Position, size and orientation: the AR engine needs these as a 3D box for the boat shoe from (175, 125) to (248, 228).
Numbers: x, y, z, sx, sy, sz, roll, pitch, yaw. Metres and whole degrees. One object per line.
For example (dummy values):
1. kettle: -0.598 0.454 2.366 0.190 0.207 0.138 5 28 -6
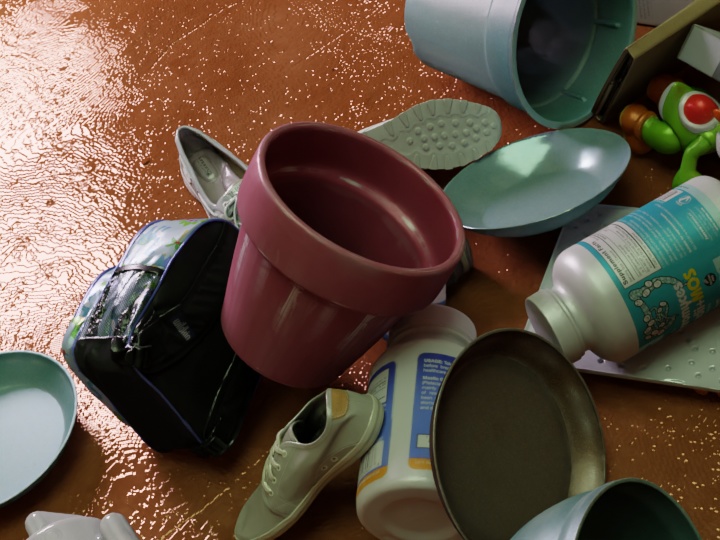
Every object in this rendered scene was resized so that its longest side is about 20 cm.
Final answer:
1. boat shoe: -0.148 -0.092 1.482 0.074 0.065 0.202 -33 47 -10

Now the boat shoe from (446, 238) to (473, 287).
1. boat shoe: 0.021 -0.034 1.362 0.199 0.075 0.073 24 62 36

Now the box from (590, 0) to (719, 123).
1. box: 0.337 -0.241 1.379 0.199 0.164 0.021 -33 77 -11

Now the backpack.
1. backpack: -0.178 0.053 1.281 0.146 0.183 0.201 -1 50 36

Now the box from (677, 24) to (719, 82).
1. box: 0.428 -0.170 1.291 0.200 0.155 0.041 41 116 41

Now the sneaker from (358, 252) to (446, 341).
1. sneaker: 0.000 0.000 1.303 0.199 0.083 0.074 26 25 18

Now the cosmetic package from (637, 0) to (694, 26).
1. cosmetic package: 0.299 -0.346 1.521 0.199 0.102 0.071 16 56 30

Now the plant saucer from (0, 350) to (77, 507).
1. plant saucer: -0.372 0.171 1.349 0.198 0.036 0.201 -10 46 11

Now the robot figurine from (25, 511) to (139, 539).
1. robot figurine: -0.233 0.291 1.134 0.200 0.112 0.170 43 111 42

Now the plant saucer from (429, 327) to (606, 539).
1. plant saucer: 0.125 0.149 1.096 0.032 0.200 0.201 -16 37 50

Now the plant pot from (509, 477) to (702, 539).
1. plant pot: 0.161 0.263 0.979 0.134 0.200 0.201 -19 38 42

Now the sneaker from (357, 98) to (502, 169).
1. sneaker: 0.054 -0.140 1.444 0.198 0.077 0.081 -12 7 5

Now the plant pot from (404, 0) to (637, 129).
1. plant pot: 0.165 -0.274 1.457 0.200 0.201 0.195 -44 41 -20

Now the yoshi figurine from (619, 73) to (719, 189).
1. yoshi figurine: 0.362 -0.126 1.324 0.111 0.113 0.200 -7 22 -34

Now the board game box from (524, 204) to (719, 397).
1. board game box: 0.268 0.025 1.250 0.198 0.026 0.201 7 52 26

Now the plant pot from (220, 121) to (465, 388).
1. plant pot: -0.034 -0.001 1.184 0.199 0.180 0.201 21 34 -15

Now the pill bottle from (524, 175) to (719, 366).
1. pill bottle: 0.247 0.008 1.178 0.199 0.111 0.111 -29 46 -6

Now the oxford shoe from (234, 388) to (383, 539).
1. oxford shoe: -0.058 0.168 1.159 0.200 0.057 0.075 -48 28 30

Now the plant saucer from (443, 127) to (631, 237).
1. plant saucer: 0.179 -0.080 1.344 0.200 0.039 0.201 -18 26 9

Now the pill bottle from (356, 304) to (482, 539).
1. pill bottle: 0.059 0.132 1.171 0.111 0.112 0.201 -6 47 15
